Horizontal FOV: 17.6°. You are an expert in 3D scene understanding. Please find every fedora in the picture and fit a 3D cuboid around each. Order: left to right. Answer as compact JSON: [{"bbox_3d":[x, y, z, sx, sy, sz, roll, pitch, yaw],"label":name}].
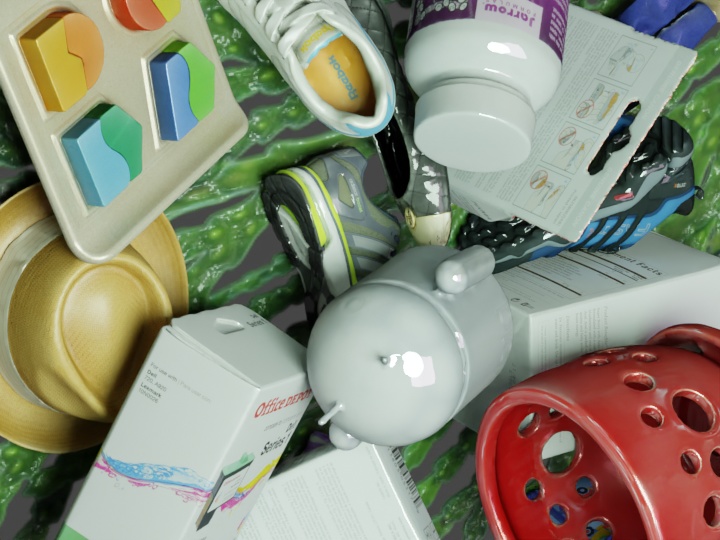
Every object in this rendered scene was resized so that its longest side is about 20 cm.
[{"bbox_3d":[-0.184,0.037,1.583,0.199,0.082,0.202,-11,112,-30],"label":"fedora"}]

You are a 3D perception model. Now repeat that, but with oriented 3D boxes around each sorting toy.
[{"bbox_3d":[-0.158,-0.134,1.535,0.185,0.036,0.201,-46,125,-38],"label":"sorting toy"}]

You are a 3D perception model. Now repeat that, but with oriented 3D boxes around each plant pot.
[{"bbox_3d":[0.211,0.144,1.666,0.182,0.200,0.202,-23,117,-29],"label":"plant pot"}]

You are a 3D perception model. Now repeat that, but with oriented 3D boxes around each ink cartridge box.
[{"bbox_3d":[-0.119,0.134,1.596,0.201,0.084,0.145,-62,166,13],"label":"ink cartridge box"},{"bbox_3d":[-0.039,0.222,1.690,0.199,0.057,0.163,-25,92,20],"label":"ink cartridge box"},{"bbox_3d":[0.140,-0.106,1.673,0.057,0.200,0.163,38,83,-46],"label":"ink cartridge box"}]

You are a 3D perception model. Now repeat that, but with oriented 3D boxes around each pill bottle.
[{"bbox_3d":[0.090,-0.175,1.633,0.112,0.112,0.201,29,57,-37],"label":"pill bottle"}]

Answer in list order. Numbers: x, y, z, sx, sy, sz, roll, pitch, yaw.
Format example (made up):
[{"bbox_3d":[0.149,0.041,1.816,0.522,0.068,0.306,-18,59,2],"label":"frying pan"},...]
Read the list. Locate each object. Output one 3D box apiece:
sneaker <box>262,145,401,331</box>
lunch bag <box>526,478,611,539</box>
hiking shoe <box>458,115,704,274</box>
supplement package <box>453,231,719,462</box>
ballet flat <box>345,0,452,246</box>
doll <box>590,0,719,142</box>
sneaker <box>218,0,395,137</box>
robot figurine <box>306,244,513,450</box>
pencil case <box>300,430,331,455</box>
[{"bbox_3d":[0.000,0.000,1.706,0.081,0.074,0.201,-34,123,-25],"label":"sneaker"},{"bbox_3d":[0.251,0.231,1.868,0.150,0.200,0.095,-16,114,-29],"label":"lunch bag"},{"bbox_3d":[0.173,-0.036,1.788,0.199,0.075,0.087,-25,131,-2],"label":"hiking shoe"},{"bbox_3d":[0.177,0.054,1.810,0.199,0.120,0.122,-12,111,-30],"label":"supplement package"},{"bbox_3d":[0.014,-0.106,1.663,0.057,0.066,0.201,-24,95,-28],"label":"ballet flat"},{"bbox_3d":[0.204,-0.156,1.804,0.200,0.048,0.137,-40,129,-17],"label":"doll"},{"bbox_3d":[-0.044,-0.177,1.579,0.076,0.081,0.200,-41,98,2],"label":"sneaker"},{"bbox_3d":[0.035,0.051,1.605,0.170,0.113,0.200,-60,168,27],"label":"robot figurine"},{"bbox_3d":[-0.039,0.219,1.745,0.201,0.084,0.085,-63,162,2],"label":"pencil case"}]
